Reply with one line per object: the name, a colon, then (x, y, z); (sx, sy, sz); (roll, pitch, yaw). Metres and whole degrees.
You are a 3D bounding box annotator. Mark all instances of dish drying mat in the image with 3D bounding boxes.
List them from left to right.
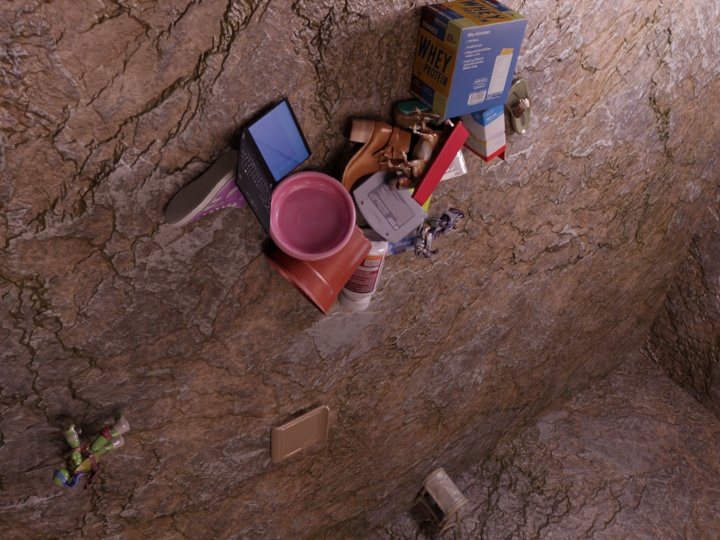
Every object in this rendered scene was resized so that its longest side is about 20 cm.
dish drying mat: (0.181, -0.243, 1.482); (0.202, 0.018, 0.077); (-59, 151, 3)

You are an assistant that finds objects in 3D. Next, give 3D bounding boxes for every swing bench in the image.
swing bench: (0.372, 1.062, 2.986); (0.128, 0.199, 0.202); (-17, 136, -30)

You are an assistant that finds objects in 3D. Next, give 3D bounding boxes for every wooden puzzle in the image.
wooden puzzle: (-0.196, 0.520, 2.076); (0.197, 0.037, 0.187); (-17, 136, -25)

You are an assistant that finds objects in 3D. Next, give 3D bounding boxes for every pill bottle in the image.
pill bottle: (0.000, 0.000, 1.694); (0.108, 0.110, 0.202); (-13, 133, -34)

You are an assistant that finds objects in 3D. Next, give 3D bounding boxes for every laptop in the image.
laptop: (-0.172, -0.210, 1.321); (0.101, 0.203, 0.178); (-9, 147, 11)

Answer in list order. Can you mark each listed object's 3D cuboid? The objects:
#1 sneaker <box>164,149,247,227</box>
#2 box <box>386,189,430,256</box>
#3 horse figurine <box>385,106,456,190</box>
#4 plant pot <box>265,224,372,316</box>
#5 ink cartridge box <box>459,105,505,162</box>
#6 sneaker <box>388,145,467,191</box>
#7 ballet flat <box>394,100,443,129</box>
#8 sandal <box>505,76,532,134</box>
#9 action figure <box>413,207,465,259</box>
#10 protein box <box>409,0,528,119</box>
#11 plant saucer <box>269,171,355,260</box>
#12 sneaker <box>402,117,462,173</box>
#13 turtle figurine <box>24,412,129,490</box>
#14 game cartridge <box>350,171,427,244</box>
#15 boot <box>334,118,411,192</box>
sneaker: (-0.295, -0.139, 1.319); (0.200, 0.073, 0.115); (-40, 146, -6)
box: (0.115, -0.140, 1.719); (0.120, 0.048, 0.202); (-14, 134, -33)
horse figurine: (0.131, -0.268, 1.454); (0.132, 0.050, 0.202); (24, 93, -50)
plant pot: (-0.087, -0.033, 1.528); (0.196, 0.200, 0.201); (-47, 144, -8)
ink cartridge box: (0.302, -0.357, 1.629); (0.067, 0.116, 0.201); (-35, 142, -12)
sneaker: (0.148, -0.262, 1.535); (0.197, 0.074, 0.118); (-18, 105, -10)
ballet flat: (0.162, -0.372, 1.531); (0.197, 0.068, 0.073); (-21, 148, -26)
sandal: (0.432, -0.436, 1.725); (0.080, 0.057, 0.201); (-43, 143, -1)
action figure: (0.204, -0.104, 1.766); (0.199, 0.069, 0.131); (-39, 156, -40)
protein box: (0.237, -0.474, 1.440); (0.196, 0.135, 0.202); (-20, 137, -28)
plant saucer: (-0.110, -0.116, 1.431); (0.199, 0.202, 0.051); (-33, 172, -13)
sneaker: (0.171, -0.321, 1.583); (0.199, 0.076, 0.091); (-39, 134, -12)
turtle figurine: (-0.651, 0.396, 1.496); (0.193, 0.197, 0.147); (-28, 122, -51)
game cartridge: (0.066, -0.163, 1.607); (0.133, 0.041, 0.200); (-39, 124, 3)
boot: (0.025, -0.244, 1.486); (0.153, 0.077, 0.203); (7, 109, -22)
